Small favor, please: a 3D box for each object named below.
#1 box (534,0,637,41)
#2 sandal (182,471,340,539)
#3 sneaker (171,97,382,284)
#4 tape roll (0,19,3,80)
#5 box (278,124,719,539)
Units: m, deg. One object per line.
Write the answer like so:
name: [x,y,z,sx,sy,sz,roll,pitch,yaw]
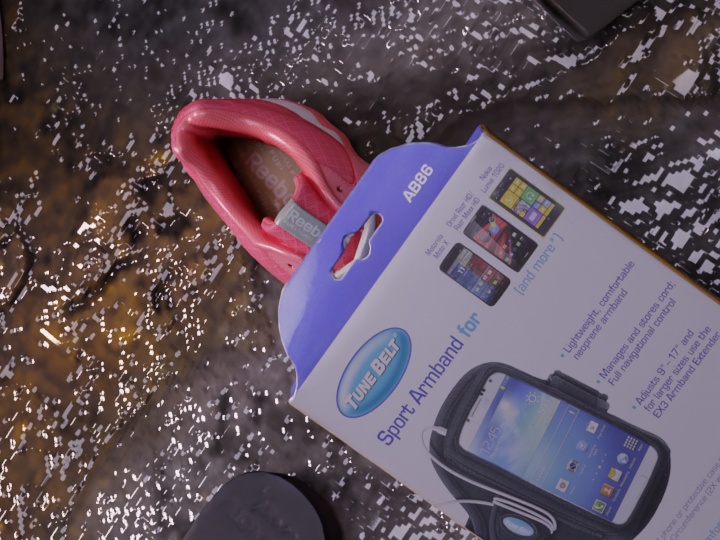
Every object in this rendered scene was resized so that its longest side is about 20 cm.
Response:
box: [0.067,-0.210,0.690,0.128,0.109,0.200,-37,71,13]
sandal: [-0.082,0.169,0.738,0.076,0.043,0.201,30,95,23]
sneaker: [0.000,0.000,0.702,0.200,0.087,0.074,38,98,21]
tape roll: [-0.279,-0.108,0.802,0.202,0.139,0.204,-3,82,22]
box: [0.070,0.041,0.654,0.200,0.041,0.119,36,98,-2]
